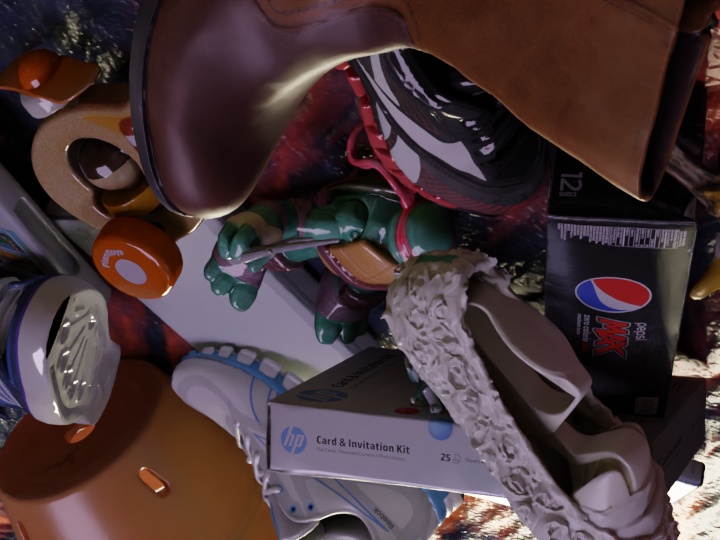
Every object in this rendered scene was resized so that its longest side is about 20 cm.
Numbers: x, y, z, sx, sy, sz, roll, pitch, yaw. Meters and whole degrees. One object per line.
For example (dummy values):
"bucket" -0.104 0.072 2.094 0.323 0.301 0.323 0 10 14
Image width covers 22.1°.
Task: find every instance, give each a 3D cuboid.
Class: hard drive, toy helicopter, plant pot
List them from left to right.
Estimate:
"plant pot" -0.161 0.157 1.285 0.199 0.201 0.141 -1 131 40
"toy helicopter" -0.107 -0.081 0.891 0.132 0.079 0.200 35 143 -9
"hard drive" -0.078 0.014 1.093 0.131 0.026 0.200 2 150 37

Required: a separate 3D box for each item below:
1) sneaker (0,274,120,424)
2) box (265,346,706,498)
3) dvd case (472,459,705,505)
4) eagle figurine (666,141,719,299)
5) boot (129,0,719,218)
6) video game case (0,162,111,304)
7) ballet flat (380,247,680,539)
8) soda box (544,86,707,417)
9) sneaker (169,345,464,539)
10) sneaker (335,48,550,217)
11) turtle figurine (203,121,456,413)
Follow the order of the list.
"sneaker" -0.225 0.034 1.086 0.145 0.081 0.200 19 168 5
"box" 0.071 0.080 0.968 0.198 0.042 0.156 4 -171 21
"dvd case" 0.097 0.119 1.150 0.198 0.018 0.143 16 157 -8
"eagle figurine" 0.170 -0.039 0.625 0.150 0.152 0.200 21 155 -1
"boot" 0.023 -0.071 0.605 0.199 0.190 0.068 31 -168 34
"video game case" -0.263 -0.045 1.088 0.198 0.024 0.182 17 160 23
"ballet flat" 0.087 0.071 0.815 0.200 0.072 0.072 49 150 -10
"soda box" 0.116 -0.005 0.835 0.063 0.071 0.200 5 154 7
"sneaker" -0.041 0.118 1.120 0.199 0.087 0.075 27 157 18
"sneaker" 0.040 -0.077 0.733 0.097 0.071 0.201 26 163 39
"turtle figurine" 0.000 0.000 0.913 0.149 0.101 0.200 40 164 -15
